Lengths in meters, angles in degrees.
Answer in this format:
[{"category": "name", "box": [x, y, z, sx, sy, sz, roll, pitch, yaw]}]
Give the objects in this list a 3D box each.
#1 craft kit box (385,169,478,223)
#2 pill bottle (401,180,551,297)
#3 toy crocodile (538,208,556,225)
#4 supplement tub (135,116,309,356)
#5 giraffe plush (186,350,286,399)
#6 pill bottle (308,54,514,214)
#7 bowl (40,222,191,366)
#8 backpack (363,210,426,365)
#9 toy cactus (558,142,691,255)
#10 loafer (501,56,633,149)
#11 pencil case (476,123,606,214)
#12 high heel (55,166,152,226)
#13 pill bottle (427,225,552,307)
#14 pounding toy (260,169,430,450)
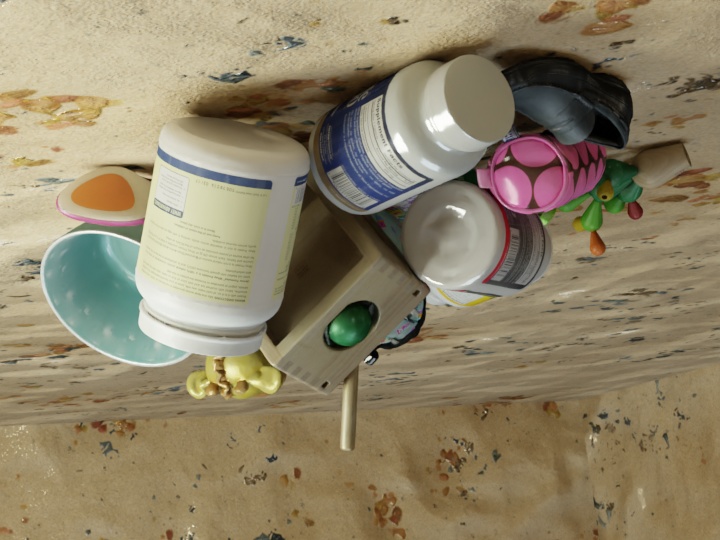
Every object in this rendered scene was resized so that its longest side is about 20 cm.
[{"category": "craft kit box", "box": [0.030, -0.086, 1.853, 0.197, 0.049, 0.200, -9, 168, 23]}, {"category": "pill bottle", "box": [0.130, -0.029, 1.671, 0.110, 0.111, 0.200, -12, 171, 24]}, {"category": "toy crocodile", "box": [0.160, -0.071, 1.806, 0.067, 0.062, 0.200, 36, 135, -22]}, {"category": "supplement tub", "box": [-0.135, -0.033, 1.526, 0.144, 0.201, 0.145, 12, -164, -3]}, {"category": "giraffe plush", "box": [-0.131, 0.085, 1.966, 0.199, 0.163, 0.172, 17, 153, -30]}, {"category": "pill bottle", "box": [0.048, -0.128, 1.482, 0.111, 0.112, 0.200, 2, 166, -36]}, {"category": "bowl", "box": [-0.253, 0.002, 1.835, 0.200, 0.105, 0.201, 12, 134, 13]}, {"category": "backpack", "box": [0.000, 0.000, 1.820, 0.126, 0.167, 0.200, -29, 160, 11]}, {"category": "toy cactus", "box": [0.304, -0.098, 1.868, 0.164, 0.103, 0.200, -22, 154, 19]}, {"category": "loafer", "box": [0.200, -0.157, 1.531, 0.068, 0.071, 0.200, -20, 163, 38]}, {"category": "pencil case", "box": [0.189, -0.108, 1.641, 0.093, 0.091, 0.200, -13, -179, 22]}, {"category": "high heel", "box": [-0.237, -0.070, 1.716, 0.199, 0.068, 0.096, -15, 164, -30]}, {"category": "pill bottle", "box": [0.151, -0.015, 2.086, 0.112, 0.113, 0.200, 0, 167, -31]}, {"category": "pounding toy", "box": [-0.033, 0.040, 1.641, 0.184, 0.200, 0.142, -45, 142, 9]}]
